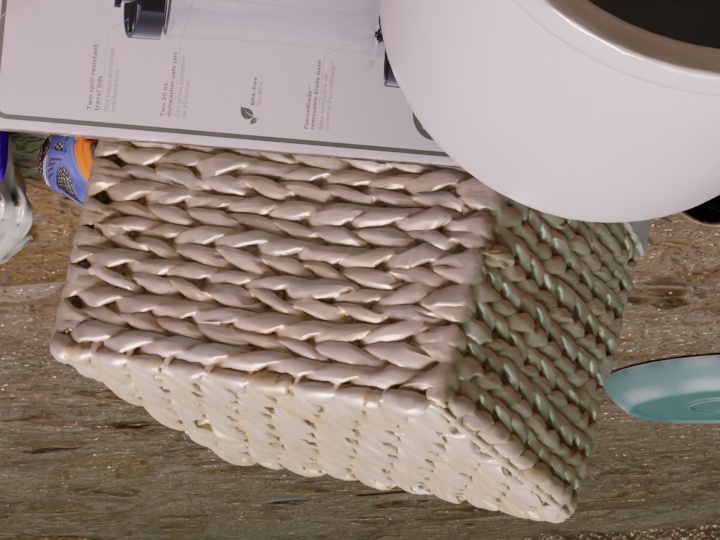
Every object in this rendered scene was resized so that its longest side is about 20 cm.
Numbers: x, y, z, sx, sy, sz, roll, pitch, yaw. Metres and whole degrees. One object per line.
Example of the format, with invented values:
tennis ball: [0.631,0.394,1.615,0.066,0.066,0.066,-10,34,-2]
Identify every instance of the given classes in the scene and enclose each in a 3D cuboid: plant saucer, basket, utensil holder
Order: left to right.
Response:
basket: [0.000,0.000,1.030,0.198,0.161,0.200,8,165,24]
utensil holder: [0.092,-0.112,0.717,0.169,0.171,0.200,0,170,-4]
plant saucer: [0.297,0.099,1.939,0.199,0.028,0.200,-2,167,0]

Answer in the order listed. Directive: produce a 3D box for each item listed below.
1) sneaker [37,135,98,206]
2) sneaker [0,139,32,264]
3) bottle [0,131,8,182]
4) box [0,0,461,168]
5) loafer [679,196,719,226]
sneaker: [-0.079,-0.046,1.214,0.078,0.076,0.200,-2,162,45]
sneaker: [-0.210,-0.045,1.192,0.080,0.077,0.200,-14,171,-7]
bottle: [-0.256,-0.073,1.047,0.199,0.065,0.084,1,149,-6]
box: [-0.040,-0.101,0.838,0.199,0.117,0.060,3,-173,-22]
loafer: [0.166,-0.049,1.211,0.200,0.063,0.072,12,161,-44]
